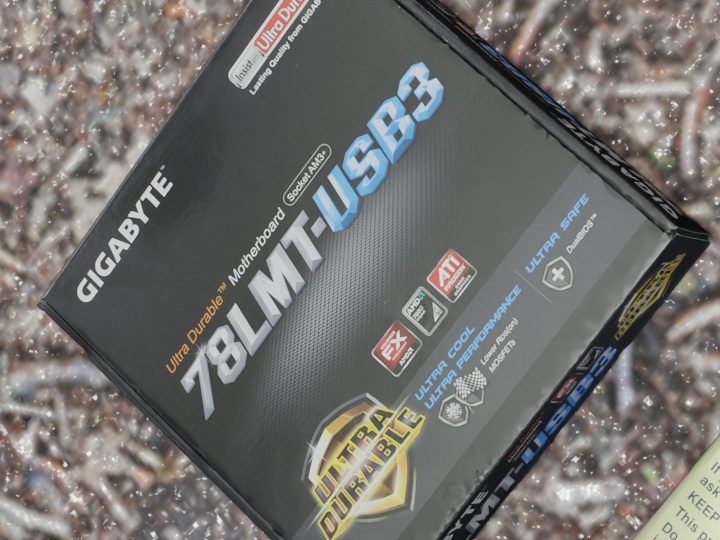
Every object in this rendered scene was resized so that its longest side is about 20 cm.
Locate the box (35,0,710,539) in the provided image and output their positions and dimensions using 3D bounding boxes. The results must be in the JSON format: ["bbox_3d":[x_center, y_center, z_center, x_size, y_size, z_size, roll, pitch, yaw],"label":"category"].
[{"bbox_3d":[0.000,0.000,1.134,0.198,0.050,0.200,43,105,19],"label":"box"}]

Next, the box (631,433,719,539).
[{"bbox_3d":[0.177,0.086,0.975,0.097,0.176,0.200,43,106,20],"label":"box"}]
